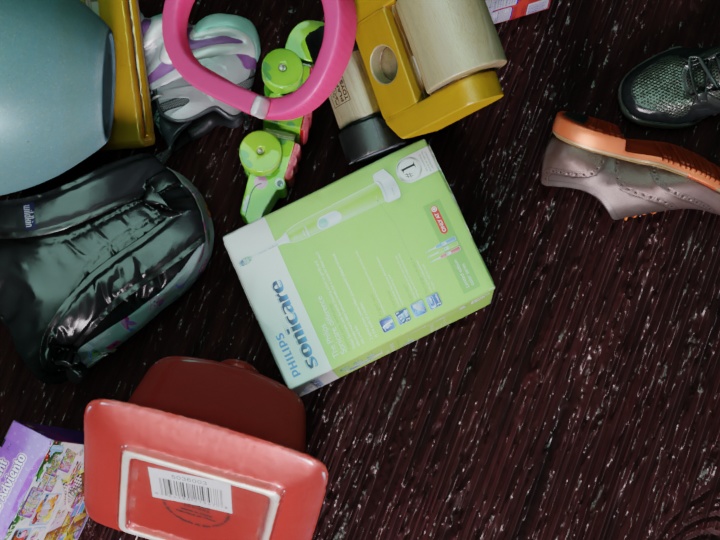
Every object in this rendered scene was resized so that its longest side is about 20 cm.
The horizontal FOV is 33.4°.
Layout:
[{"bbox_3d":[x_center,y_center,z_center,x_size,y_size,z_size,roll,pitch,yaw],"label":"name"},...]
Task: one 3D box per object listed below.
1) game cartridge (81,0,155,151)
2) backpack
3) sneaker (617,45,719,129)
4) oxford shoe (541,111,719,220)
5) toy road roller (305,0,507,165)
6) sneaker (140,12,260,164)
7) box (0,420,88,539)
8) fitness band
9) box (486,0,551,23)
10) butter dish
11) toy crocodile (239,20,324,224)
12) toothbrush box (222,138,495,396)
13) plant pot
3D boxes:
[{"bbox_3d":[-0.285,-0.193,1.077,0.196,0.032,0.180,-3,99,20],"label":"game cartridge"},{"bbox_3d":[-0.226,-0.016,1.050,0.198,0.127,0.168,-33,92,-3],"label":"backpack"},{"bbox_3d":[0.327,-0.179,1.053,0.195,0.114,0.078,-5,78,4],"label":"sneaker"},{"bbox_3d":[0.258,-0.077,1.072,0.197,0.071,0.074,21,110,4],"label":"oxford shoe"},{"bbox_3d":[0.060,-0.183,1.032,0.145,0.199,0.125,-19,88,-41],"label":"toy road roller"},{"bbox_3d":[-0.193,-0.163,1.097,0.196,0.078,0.143,2,79,4],"label":"sneaker"},{"bbox_3d":[-0.266,0.197,0.976,0.039,0.200,0.139,23,81,7],"label":"box"},{"bbox_3d":[-0.090,-0.211,1.018,0.198,0.037,0.146,29,100,32],"label":"fitness band"},{"bbox_3d":[0.115,-0.295,1.039,0.098,0.200,0.097,-16,78,0],"label":"box"},{"bbox_3d":[-0.120,0.141,1.008,0.197,0.201,0.149,16,50,0],"label":"butter dish"},{"bbox_3d":[-0.069,-0.132,1.086,0.061,0.068,0.203,13,77,1],"label":"toy crocodile"},{"bbox_3d":[0.000,0.000,1.053,0.197,0.086,0.147,-26,79,-2],"label":"toothbrush box"},{"bbox_3d":[-0.272,-0.155,0.977,0.132,0.200,0.204,3,80,-5],"label":"plant pot"}]
